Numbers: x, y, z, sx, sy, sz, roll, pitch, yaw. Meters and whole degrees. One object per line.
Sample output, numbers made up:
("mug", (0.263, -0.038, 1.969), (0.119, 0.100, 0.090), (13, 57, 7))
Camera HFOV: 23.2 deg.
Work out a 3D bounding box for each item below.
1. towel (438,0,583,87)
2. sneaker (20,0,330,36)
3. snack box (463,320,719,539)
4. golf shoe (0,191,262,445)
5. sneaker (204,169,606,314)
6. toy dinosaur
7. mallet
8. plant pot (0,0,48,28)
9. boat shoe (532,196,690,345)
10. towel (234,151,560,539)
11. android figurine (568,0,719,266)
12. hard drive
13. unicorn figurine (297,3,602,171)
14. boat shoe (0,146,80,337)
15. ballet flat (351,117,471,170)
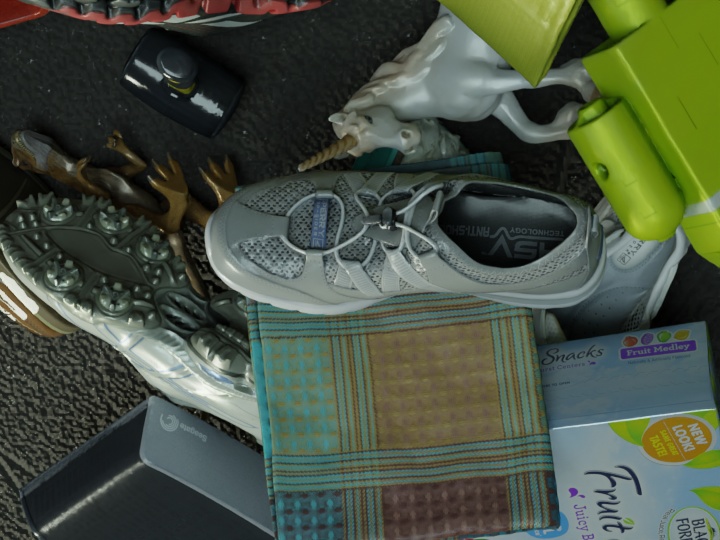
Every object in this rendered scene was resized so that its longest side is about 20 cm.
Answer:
("towel", (0.026, -0.178, 0.844), (0.200, 0.018, 0.086), (44, 153, 13))
("sneaker", (-0.105, -0.156, 0.896), (0.200, 0.098, 0.071), (-7, 89, -30))
("snack box", (0.123, 0.126, 0.966), (0.168, 0.068, 0.200), (-8, 135, 12))
("golf shoe", (-0.115, 0.034, 0.957), (0.200, 0.078, 0.097), (30, 139, 12))
("sneaker", (0.023, -0.025, 0.853), (0.199, 0.082, 0.075), (-1, 72, 0))
("toy dinosaur", (-0.113, -0.018, 1.008), (0.200, 0.060, 0.106), (50, 131, -3))
("mallet", (-0.084, -0.094, 0.897), (0.066, 0.200, 0.041), (30, 91, -13))
("plant pot", (-0.296, -0.215, 0.879), (0.200, 0.200, 0.177), (-13, 77, 13))
("boat shoe", (0.116, 0.038, 0.973), (0.071, 0.069, 0.200), (28, 112, -3))
("towel", (0.017, 0.039, 0.886), (0.146, 0.022, 0.200), (-7, 71, 0))
("android figurine", (0.188, -0.085, 0.871), (0.182, 0.041, 0.200), (-39, 103, -24))
("hard drive", (-0.086, 0.161, 1.022), (0.135, 0.042, 0.200), (-34, 123, 30))
("unicorn figurine", (0.065, -0.119, 0.911), (0.137, 0.074, 0.200), (11, 74, 14))
("boat shoe", (-0.233, -0.037, 1.010), (0.068, 0.072, 0.200), (-35, 95, 31))
("ballet flat", (0.000, 0.000, 0.985), (0.072, 0.072, 0.200), (33, 113, -3))
